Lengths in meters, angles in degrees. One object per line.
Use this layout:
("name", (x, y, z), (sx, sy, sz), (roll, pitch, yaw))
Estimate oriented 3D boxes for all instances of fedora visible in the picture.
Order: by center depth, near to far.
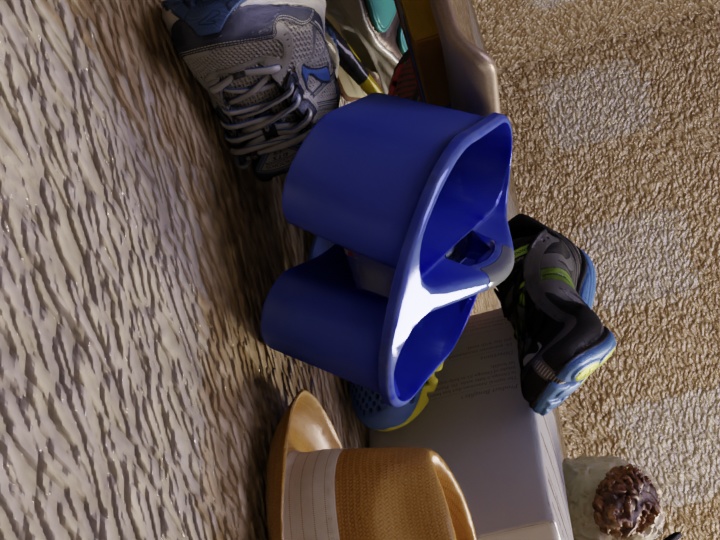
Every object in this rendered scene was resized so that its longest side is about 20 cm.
("fedora", (0.017, 0.153, 0.640), (0.201, 0.081, 0.203), (-14, 90, -80))

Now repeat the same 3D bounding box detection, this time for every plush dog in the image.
("plush dog", (0.146, 0.191, 0.986), (0.200, 0.169, 0.163), (69, 9, -71))

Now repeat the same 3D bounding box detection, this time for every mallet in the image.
("mallet", (0.005, -0.139, 0.952), (0.200, 0.041, 0.066), (50, 13, -20))

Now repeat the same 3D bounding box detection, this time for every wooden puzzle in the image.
("wooden puzzle", (0.035, -0.164, 0.781), (0.185, 0.037, 0.202), (68, 3, -70))

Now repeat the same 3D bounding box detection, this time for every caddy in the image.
("caddy", (0.029, -0.013, 0.687), (0.200, 0.104, 0.143), (-38, 142, -64))

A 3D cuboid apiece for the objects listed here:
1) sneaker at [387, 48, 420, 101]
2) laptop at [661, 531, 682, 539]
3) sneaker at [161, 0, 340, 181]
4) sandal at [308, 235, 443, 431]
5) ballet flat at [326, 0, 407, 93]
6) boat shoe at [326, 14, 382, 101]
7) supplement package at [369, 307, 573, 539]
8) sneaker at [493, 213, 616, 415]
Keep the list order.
("sneaker", (0.054, -0.061, 0.890), (0.098, 0.070, 0.204), (-179, -86, -71))
("laptop", (0.172, 0.322, 0.964), (0.186, 0.201, 0.116), (-17, 60, -48))
("sneaker", (-0.043, -0.093, 0.669), (0.200, 0.076, 0.086), (10, 72, -78))
("sandal", (0.000, 0.000, 0.819), (0.086, 0.079, 0.203), (1, 80, -42))
("ballet flat", (0.007, -0.189, 0.953), (0.200, 0.069, 0.070), (54, 24, -51))
("boat shoe", (-0.007, -0.225, 1.009), (0.203, 0.074, 0.075), (64, 16, -49))
("supplement package", (0.075, 0.141, 0.874), (0.201, 0.115, 0.118), (-89, 162, -52))
("sneaker", (0.114, 0.024, 0.843), (0.082, 0.071, 0.200), (40, 23, -14))
